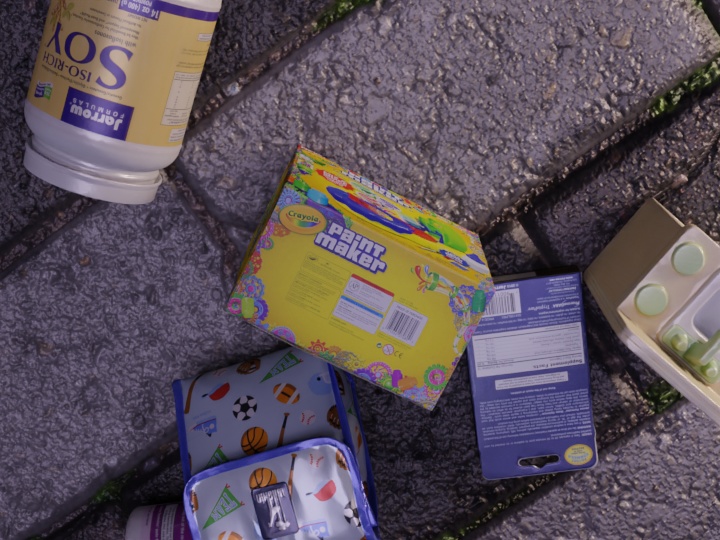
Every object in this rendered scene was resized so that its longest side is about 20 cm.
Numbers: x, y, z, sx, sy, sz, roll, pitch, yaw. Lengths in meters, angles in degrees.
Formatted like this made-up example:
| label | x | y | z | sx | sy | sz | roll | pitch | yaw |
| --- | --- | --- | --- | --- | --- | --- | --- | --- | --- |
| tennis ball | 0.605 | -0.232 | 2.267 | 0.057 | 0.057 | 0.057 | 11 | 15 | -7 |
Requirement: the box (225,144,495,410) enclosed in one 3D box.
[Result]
| label | x | y | z | sx | sy | sz | roll | pitch | yaw |
| --- | --- | --- | --- | --- | --- | --- | --- | --- | --- |
| box | 0.000 | 0.000 | 1.170 | 0.198 | 0.193 | 0.123 | 26 | 104 | -7 |

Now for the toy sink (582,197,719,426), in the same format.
| label | x | y | z | sx | sy | sz | roll | pitch | yaw |
| --- | --- | --- | --- | --- | --- | --- | --- | --- | --- |
| toy sink | 0.296 | 0.029 | 1.173 | 0.130 | 0.200 | 0.112 | 39 | 102 | -9 |

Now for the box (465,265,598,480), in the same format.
| label | x | y | z | sx | sy | sz | roll | pitch | yaw |
| --- | --- | --- | --- | --- | --- | --- | --- | --- | --- |
| box | 0.165 | 0.102 | 1.279 | 0.119 | 0.032 | 0.203 | -7 | 103 | 3 |

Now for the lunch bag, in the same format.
| label | x | y | z | sx | sy | sz | roll | pitch | yaw |
| --- | --- | --- | --- | --- | --- | --- | --- | --- | --- |
| lunch bag | -0.076 | 0.181 | 1.206 | 0.168 | 0.202 | 0.124 | -16 | 146 | 7 |

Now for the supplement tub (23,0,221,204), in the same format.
| label | x | y | z | sx | sy | sz | roll | pitch | yaw |
| --- | --- | --- | --- | --- | --- | --- | --- | --- | --- |
| supplement tub | -0.214 | -0.175 | 1.149 | 0.144 | 0.146 | 0.202 | 17 | 104 | -4 |

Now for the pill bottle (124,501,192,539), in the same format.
| label | x | y | z | sx | sy | sz | roll | pitch | yaw |
| --- | --- | --- | --- | --- | --- | --- | --- | --- | --- |
| pill bottle | -0.125 | 0.279 | 1.287 | 0.197 | 0.112 | 0.114 | -7 | 105 | 3 |
